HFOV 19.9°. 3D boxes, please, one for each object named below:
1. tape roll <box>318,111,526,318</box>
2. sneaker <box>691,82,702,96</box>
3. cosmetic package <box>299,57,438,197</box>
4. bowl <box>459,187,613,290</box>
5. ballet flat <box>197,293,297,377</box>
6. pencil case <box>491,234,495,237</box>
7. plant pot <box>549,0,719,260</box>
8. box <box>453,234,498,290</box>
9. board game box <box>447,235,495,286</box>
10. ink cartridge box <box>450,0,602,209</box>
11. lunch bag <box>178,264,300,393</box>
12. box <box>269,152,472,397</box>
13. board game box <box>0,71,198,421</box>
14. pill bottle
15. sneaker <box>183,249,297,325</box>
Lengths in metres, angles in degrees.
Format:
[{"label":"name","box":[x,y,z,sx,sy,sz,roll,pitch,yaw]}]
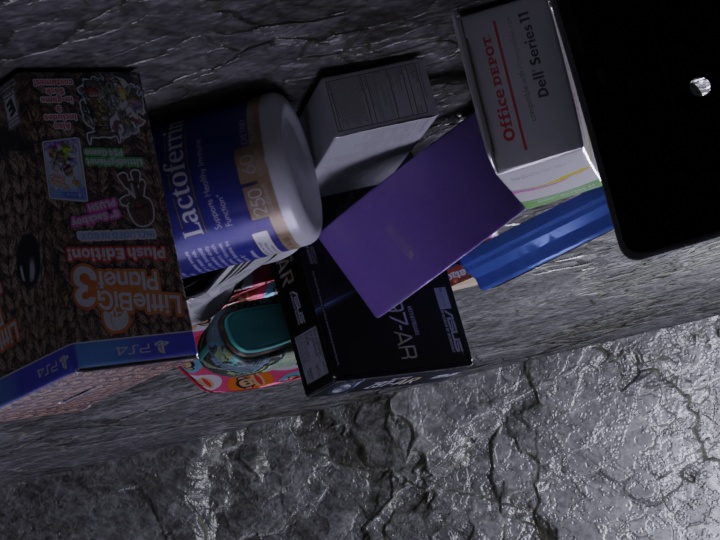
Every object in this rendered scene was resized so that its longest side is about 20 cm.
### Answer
[{"label":"tape roll","box":[0.068,-0.054,1.640,0.199,0.085,0.200,-37,-179,0]},{"label":"sneaker","box":[0.199,-0.107,1.765,0.198,0.075,0.085,-13,171,2]},{"label":"cosmetic package","box":[-0.004,-0.106,1.574,0.082,0.051,0.200,-11,170,-13]},{"label":"bowl","box":[0.179,-0.040,1.745,0.199,0.040,0.201,-27,179,0]},{"label":"ballet flat","box":[-0.057,0.051,1.736,0.199,0.075,0.074,-5,167,-41]},{"label":"pencil case","box":[0.032,-0.046,1.874,0.199,0.085,0.085,-19,141,26]},{"label":"plant pot","box":[0.259,-0.134,1.391,0.198,0.201,0.177,-16,-179,17]},{"label":"box","box":[0.044,-0.011,2.092,0.198,0.079,0.095,-15,171,7]},{"label":"board game box","box":[0.075,-0.024,1.927,0.102,0.020,0.200,-25,-163,4]},{"label":"ink cartridge box","box":[0.121,-0.121,1.454,0.067,0.118,0.200,-15,171,10]},{"label":"lunch bag","box":[-0.117,0.044,1.843,0.174,0.083,0.200,-16,152,8]},{"label":"box","box":[0.000,0.000,1.730,0.159,0.202,0.043,-3,162,-41]},{"label":"board game box","box":[-0.209,-0.014,1.384,0.096,0.202,0.159,-5,167,-39]},{"label":"pill bottle","box":[-0.136,-0.052,1.513,0.198,0.117,0.116,-15,170,10]},{"label":"sneaker","box":[-0.142,-0.003,1.635,0.200,0.076,0.115,-34,171,38]}]
